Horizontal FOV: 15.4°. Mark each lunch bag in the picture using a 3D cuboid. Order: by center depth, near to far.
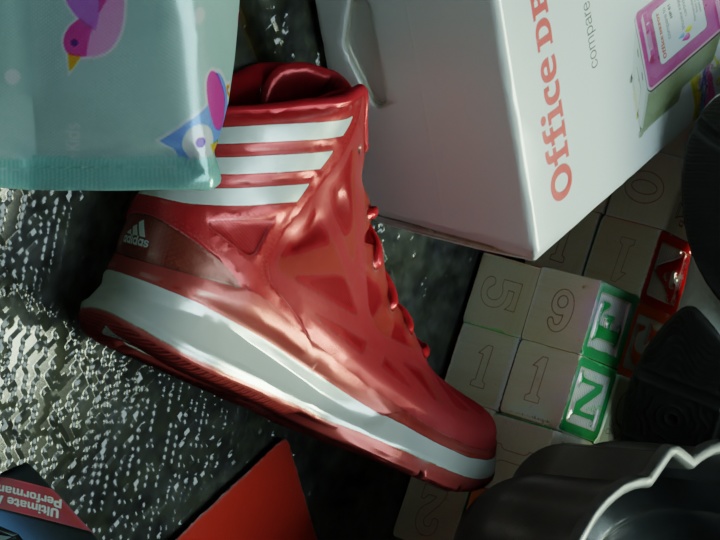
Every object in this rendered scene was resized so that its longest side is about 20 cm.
[{"bbox_3d":[-0.091,-0.122,0.686,0.121,0.200,0.172,-1,107,-6],"label":"lunch bag"}]

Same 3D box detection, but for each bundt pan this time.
[{"bbox_3d":[0.080,0.151,0.951,0.201,0.075,0.203,-16,112,-45],"label":"bundt pan"}]

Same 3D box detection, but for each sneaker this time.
[{"bbox_3d":[0.000,0.000,0.898,0.200,0.078,0.116,28,82,-53],"label":"sneaker"},{"bbox_3d":[0.160,0.003,1.003,0.115,0.075,0.202,-43,147,-52],"label":"sneaker"}]

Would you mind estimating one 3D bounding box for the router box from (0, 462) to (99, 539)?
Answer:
[{"bbox_3d":[-0.095,0.162,0.739,0.150,0.200,0.062,-26,152,-44],"label":"router box"}]

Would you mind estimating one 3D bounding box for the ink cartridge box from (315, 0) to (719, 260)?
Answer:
[{"bbox_3d":[0.078,-0.118,0.946,0.200,0.084,0.145,-39,131,-35],"label":"ink cartridge box"}]

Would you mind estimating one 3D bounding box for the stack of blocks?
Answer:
[{"bbox_3d":[0.096,0.026,1.040,0.115,0.058,0.201,22,85,-52],"label":"stack of blocks"}]

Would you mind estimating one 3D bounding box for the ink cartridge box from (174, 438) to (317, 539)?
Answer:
[{"bbox_3d":[-0.057,0.182,0.916,0.200,0.057,0.163,-38,130,-31],"label":"ink cartridge box"}]
